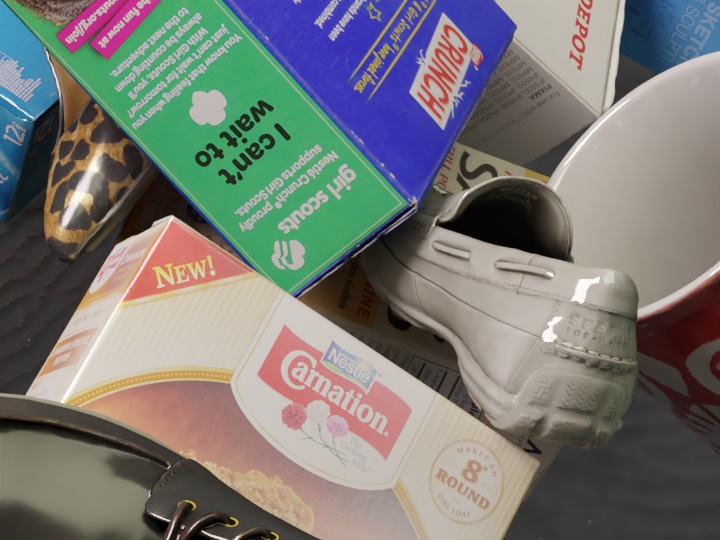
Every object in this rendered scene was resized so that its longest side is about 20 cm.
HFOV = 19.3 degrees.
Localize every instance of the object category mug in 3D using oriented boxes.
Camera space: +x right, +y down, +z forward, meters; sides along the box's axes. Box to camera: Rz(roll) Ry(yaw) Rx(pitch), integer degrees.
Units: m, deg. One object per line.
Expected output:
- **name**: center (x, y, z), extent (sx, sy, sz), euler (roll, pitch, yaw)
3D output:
- **mug**: center (0.192, 0.008, 0.860), extent (0.200, 0.178, 0.133), euler (43, -8, -29)

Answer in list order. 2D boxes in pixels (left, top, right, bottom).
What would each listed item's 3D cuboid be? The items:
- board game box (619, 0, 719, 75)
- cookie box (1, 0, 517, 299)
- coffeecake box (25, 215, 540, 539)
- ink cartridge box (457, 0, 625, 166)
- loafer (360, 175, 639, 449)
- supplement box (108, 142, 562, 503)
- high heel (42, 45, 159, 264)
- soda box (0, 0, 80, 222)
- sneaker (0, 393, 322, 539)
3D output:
- **board game box**: center (0.147, -0.202, 1.049), extent (0.153, 0.200, 0.040), euler (30, 46, 7)
- **cookie box**: center (-0.047, -0.113, 0.809), extent (0.200, 0.075, 0.171), euler (47, 31, -10)
- **coffeecake box**: center (-0.058, 0.110, 0.689), extent (0.153, 0.073, 0.200), euler (34, 72, -14)
- **ink cartridge box**: center (0.027, -0.157, 0.991), extent (0.200, 0.083, 0.147), euler (39, 40, -23)
- **loafer**: center (0.052, -0.002, 0.771), extent (0.070, 0.070, 0.200), euler (12, 15, -24)
- **supplement box**: center (0.000, 0.000, 0.896), extent (0.199, 0.074, 0.126), euler (20, 46, -5)
- **high heel**: center (-0.130, -0.101, 0.833), extent (0.142, 0.071, 0.200), euler (34, 44, -18)
- **soda box**: center (-0.121, -0.111, 0.951), extent (0.064, 0.068, 0.200), euler (33, 46, 8)
- **sneaker**: center (-0.041, 0.088, 0.600), extent (0.200, 0.106, 0.075), euler (27, 74, -17)
